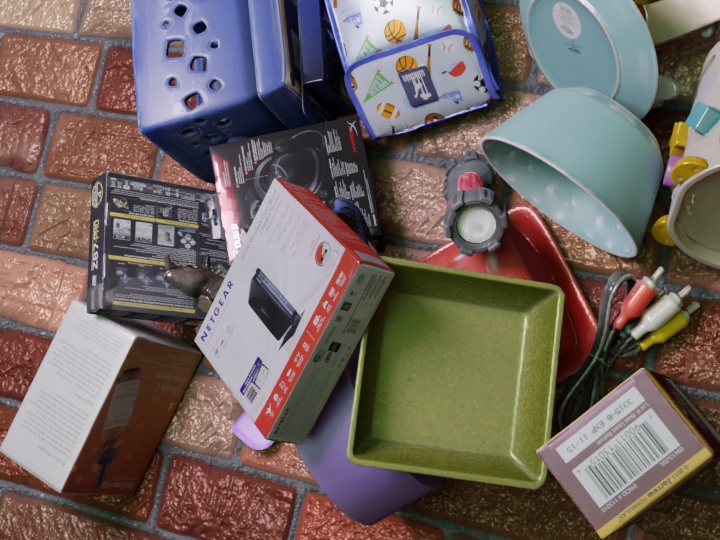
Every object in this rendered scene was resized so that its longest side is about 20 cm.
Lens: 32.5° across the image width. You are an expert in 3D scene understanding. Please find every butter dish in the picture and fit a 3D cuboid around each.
[{"bbox_3d":[0.125,0.041,1.314,0.199,0.148,0.201,-31,69,16],"label":"butter dish"}]

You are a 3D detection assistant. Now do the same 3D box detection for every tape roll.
[{"bbox_3d":[0.001,0.162,1.314,0.085,0.200,0.201,-31,69,14],"label":"tape roll"}]

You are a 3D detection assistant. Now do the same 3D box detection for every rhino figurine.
[{"bbox_3d":[-0.148,0.043,1.382,0.200,0.087,0.060,37,120,18],"label":"rhino figurine"}]

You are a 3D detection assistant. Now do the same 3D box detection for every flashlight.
[{"bbox_3d":[0.123,-0.080,1.317,0.067,0.200,0.068,15,113,0],"label":"flashlight"}]

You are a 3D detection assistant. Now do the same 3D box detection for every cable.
[{"bbox_3d":[0.262,0.082,1.276,0.200,0.097,0.050,-52,24,-3],"label":"cable"}]

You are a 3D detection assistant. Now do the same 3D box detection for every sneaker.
[{"bbox_3d":[0.000,0.000,1.351,0.075,0.200,0.078,-36,43,-8],"label":"sneaker"}]

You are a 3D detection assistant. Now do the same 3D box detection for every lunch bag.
[{"bbox_3d":[0.062,-0.266,1.423,0.169,0.124,0.201,-15,87,20],"label":"lunch bag"}]

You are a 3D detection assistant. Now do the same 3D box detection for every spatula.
[{"bbox_3d":[-0.076,0.123,1.454,0.056,0.021,0.200,37,95,27],"label":"spatula"}]

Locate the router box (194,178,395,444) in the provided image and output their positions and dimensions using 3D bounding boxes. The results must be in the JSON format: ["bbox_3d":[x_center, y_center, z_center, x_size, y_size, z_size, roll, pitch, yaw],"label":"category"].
[{"bbox_3d":[-0.071,0.039,1.223,0.179,0.049,0.201,44,112,47],"label":"router box"}]

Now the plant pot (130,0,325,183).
[{"bbox_3d":[-0.149,-0.240,1.470,0.179,0.200,0.201,-12,73,14],"label":"plant pot"}]

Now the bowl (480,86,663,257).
[{"bbox_3d":[0.233,-0.115,1.279,0.200,0.201,0.105,34,84,25],"label":"bowl"}]

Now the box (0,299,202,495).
[{"bbox_3d":[-0.307,0.156,1.476,0.106,0.152,0.201,26,91,26],"label":"box"}]

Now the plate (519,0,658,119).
[{"bbox_3d":[0.228,-0.234,1.285,0.026,0.201,0.200,-32,64,-20],"label":"plate"}]

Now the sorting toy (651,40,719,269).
[{"bbox_3d":[0.355,-0.129,1.235,0.106,0.200,0.181,6,58,5],"label":"sorting toy"}]

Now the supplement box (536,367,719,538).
[{"bbox_3d":[0.268,0.174,1.191,0.131,0.200,0.103,-41,71,11],"label":"supplement box"}]

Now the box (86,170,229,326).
[{"bbox_3d":[-0.219,-0.020,1.453,0.049,0.199,0.162,-18,69,52],"label":"box"}]

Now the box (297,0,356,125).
[{"bbox_3d":[-0.041,-0.265,1.463,0.032,0.121,0.201,-7,77,17],"label":"box"}]

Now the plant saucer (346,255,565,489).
[{"bbox_3d":[0.090,0.101,1.206,0.199,0.048,0.201,9,81,-10],"label":"plant saucer"}]

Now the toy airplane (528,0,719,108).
[{"bbox_3d":[0.293,-0.269,1.325,0.200,0.141,0.200,35,132,17],"label":"toy airplane"}]

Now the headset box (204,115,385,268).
[{"bbox_3d":[-0.083,-0.081,1.437,0.199,0.077,0.150,-13,74,2],"label":"headset box"}]
